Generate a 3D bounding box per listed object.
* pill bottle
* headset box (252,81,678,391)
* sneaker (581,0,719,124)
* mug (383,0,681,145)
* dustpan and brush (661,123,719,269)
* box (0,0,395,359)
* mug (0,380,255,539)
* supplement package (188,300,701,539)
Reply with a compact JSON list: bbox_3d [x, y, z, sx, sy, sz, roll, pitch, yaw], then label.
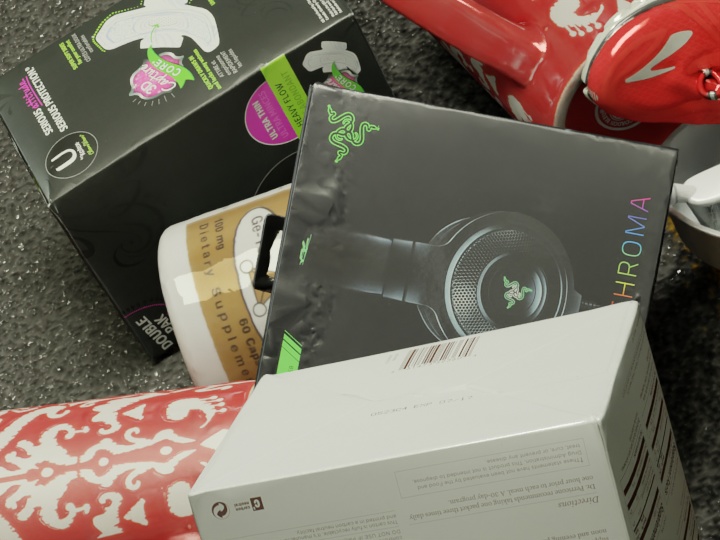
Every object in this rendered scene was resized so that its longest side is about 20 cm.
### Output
[{"bbox_3d":[0.000,0.000,1.506,0.199,0.115,0.115,-19,45,7],"label":"pill bottle"},{"bbox_3d":[0.047,0.008,1.393,0.199,0.093,0.175,12,88,7],"label":"headset box"},{"bbox_3d":[0.216,-0.102,1.441,0.198,0.077,0.085,-2,30,-5],"label":"sneaker"},{"bbox_3d":[0.088,-0.142,1.565,0.177,0.134,0.200,-21,46,-17],"label":"mug"},{"bbox_3d":[0.183,-0.039,1.463,0.199,0.057,0.140,-19,43,-3],"label":"dustpan and brush"},{"bbox_3d":[-0.085,-0.077,1.594,0.199,0.149,0.125,-31,44,-2],"label":"box"},{"bbox_3d":[-0.135,0.146,1.448,0.199,0.134,0.179,-11,58,12],"label":"mug"},{"bbox_3d":[0.053,0.146,1.259,0.190,0.201,0.147,-11,17,17],"label":"supplement package"}]
